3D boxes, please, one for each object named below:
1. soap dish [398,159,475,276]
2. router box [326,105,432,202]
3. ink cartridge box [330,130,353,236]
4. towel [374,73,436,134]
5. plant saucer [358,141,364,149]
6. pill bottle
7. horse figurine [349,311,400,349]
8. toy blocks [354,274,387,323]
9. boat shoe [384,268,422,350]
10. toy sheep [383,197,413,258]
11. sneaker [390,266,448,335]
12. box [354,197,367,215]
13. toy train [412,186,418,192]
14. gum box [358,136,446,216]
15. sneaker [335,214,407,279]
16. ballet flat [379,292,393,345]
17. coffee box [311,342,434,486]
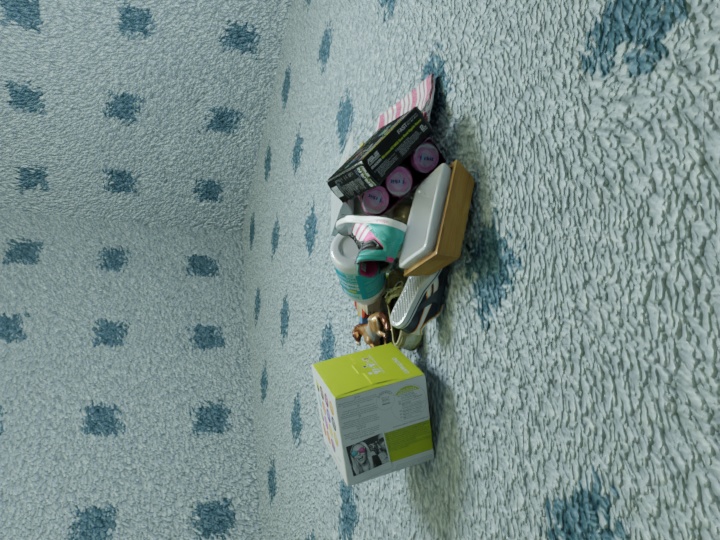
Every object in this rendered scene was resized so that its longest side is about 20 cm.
[{"bbox_3d":[0.151,-0.094,1.364,0.157,0.080,0.203,140,147,-65],"label":"soap dish"},{"bbox_3d":[0.039,-0.237,1.435,0.200,0.062,0.149,-49,16,-28],"label":"router box"},{"bbox_3d":[-0.027,-0.201,1.642,0.201,0.046,0.162,116,159,-50],"label":"ink cartridge box"},{"bbox_3d":[0.091,-0.347,1.580,0.199,0.030,0.148,-30,36,42],"label":"towel"},{"bbox_3d":[0.012,-0.216,1.935,0.201,0.048,0.202,114,154,-47],"label":"plant saucer"},{"bbox_3d":[0.000,0.000,1.599,0.201,0.109,0.112,72,-172,-56],"label":"pill bottle"},{"bbox_3d":[0.041,0.154,1.659,0.134,0.049,0.201,65,154,23],"label":"horse figurine"},{"bbox_3d":[0.020,0.079,1.805,0.200,0.098,0.139,-134,39,-66],"label":"toy blocks"},{"bbox_3d":[0.088,0.083,1.581,0.073,0.062,0.204,-34,53,41],"label":"boat shoe"},{"bbox_3d":[0.090,-0.088,1.546,0.200,0.135,0.140,123,147,-68],"label":"toy sheep"},{"bbox_3d":[0.140,0.040,1.457,0.202,0.079,0.078,-60,29,1],"label":"sneaker"},{"bbox_3d":[0.017,-0.141,1.679,0.082,0.067,0.203,137,141,-54],"label":"box"},{"bbox_3d":[0.096,-0.258,1.642,0.200,0.084,0.116,-126,34,-64],"label":"toy train"},{"bbox_3d":[0.078,-0.200,1.488,0.199,0.066,0.114,-40,15,4],"label":"gum box"},{"bbox_3d":[0.010,-0.046,1.452,0.198,0.083,0.123,6,78,50],"label":"sneaker"},{"bbox_3d":[0.068,0.134,1.711,0.066,0.056,0.202,43,137,32],"label":"ballet flat"},{"bbox_3d":[0.024,0.296,1.480,0.200,0.197,0.201,-144,43,-68],"label":"coffee box"}]
